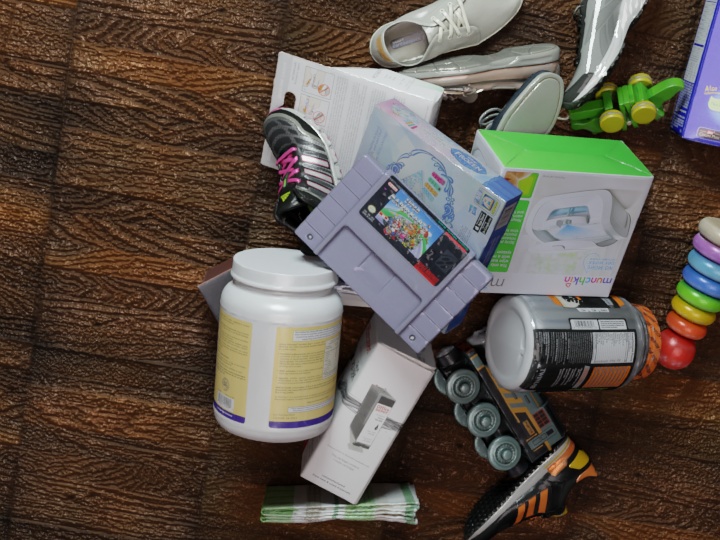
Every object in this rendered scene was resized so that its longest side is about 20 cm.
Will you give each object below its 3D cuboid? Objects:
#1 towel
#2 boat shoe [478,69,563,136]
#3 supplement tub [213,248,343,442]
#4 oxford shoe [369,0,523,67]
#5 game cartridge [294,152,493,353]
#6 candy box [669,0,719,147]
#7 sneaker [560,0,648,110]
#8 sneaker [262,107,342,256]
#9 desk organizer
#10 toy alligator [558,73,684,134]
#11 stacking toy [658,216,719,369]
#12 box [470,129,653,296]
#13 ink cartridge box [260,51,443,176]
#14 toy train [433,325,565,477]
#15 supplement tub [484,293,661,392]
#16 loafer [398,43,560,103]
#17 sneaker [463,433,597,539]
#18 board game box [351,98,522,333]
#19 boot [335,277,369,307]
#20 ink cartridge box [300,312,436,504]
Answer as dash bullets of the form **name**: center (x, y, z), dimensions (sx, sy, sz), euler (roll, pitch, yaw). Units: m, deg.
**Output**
- **towel**: center (-0.026, 0.301, 1.581), dimensions (0.199, 0.149, 0.031), euler (-2, 90, -1)
- **boat shoe**: center (0.180, -0.161, 1.495), dimensions (0.075, 0.062, 0.201), euler (8, 122, -25)
- **supplement tub**: center (-0.096, 0.085, 1.443), dimensions (0.145, 0.145, 0.201), euler (5, 104, -4)
- **oxford shoe**: center (0.106, -0.297, 1.477), dimensions (0.199, 0.058, 0.075), euler (-23, 101, 1)
- **game cartridge**: center (0.038, -0.020, 1.379), dimensions (0.200, 0.038, 0.130), euler (44, 111, 3)
- **candy box**: center (0.488, -0.246, 1.495), dimensions (0.168, 0.077, 0.201), euler (12, 105, -4)
- **sneaker**: center (0.284, -0.286, 1.478), dimensions (0.079, 0.074, 0.201), euler (25, 87, 5)
- **sneaker**: center (-0.070, -0.101, 1.454), dimensions (0.074, 0.087, 0.201), euler (-31, 83, 45)
- **desk organizer**: center (-0.123, 0.079, 1.555), dimensions (0.072, 0.077, 0.201), euler (-27, 104, 5)
- **toy alligator**: center (0.303, -0.191, 1.517), dimensions (0.199, 0.059, 0.054), euler (-14, 140, 19)
- **stacking toy**: center (0.435, 0.037, 1.572), dimensions (0.085, 0.085, 0.201), euler (18, 110, -7)
- **box**: center (0.220, -0.067, 1.478), dimensions (0.199, 0.097, 0.177), euler (3, 123, -20)
- **ink cartridge box**: center (-0.012, -0.173, 1.496), dimensions (0.199, 0.050, 0.161), euler (21, 124, 11)
- **toy train**: center (0.179, 0.169, 1.594), dimensions (0.114, 0.085, 0.200), euler (-33, 101, -7)
- **supplement tub**: center (0.266, 0.089, 1.530), dimensions (0.199, 0.122, 0.123), euler (2, 106, -26)
- **loafer**: center (0.147, -0.230, 1.493), dimensions (0.199, 0.072, 0.063), euler (-10, 112, -3)
- **sneaker**: center (0.228, 0.310, 1.633), dimensions (0.090, 0.070, 0.200), euler (42, 98, -9)
- **board game box**: center (0.069, -0.063, 1.435), dimensions (0.199, 0.043, 0.200), euler (39, 129, 21)
- **boot**: center (0.000, 0.000, 1.553), dimensions (0.199, 0.073, 0.091), euler (8, 90, -7)
- **ink cartridge box**: center (0.007, 0.169, 1.549), dimensions (0.083, 0.147, 0.201), euler (28, 101, -7)
